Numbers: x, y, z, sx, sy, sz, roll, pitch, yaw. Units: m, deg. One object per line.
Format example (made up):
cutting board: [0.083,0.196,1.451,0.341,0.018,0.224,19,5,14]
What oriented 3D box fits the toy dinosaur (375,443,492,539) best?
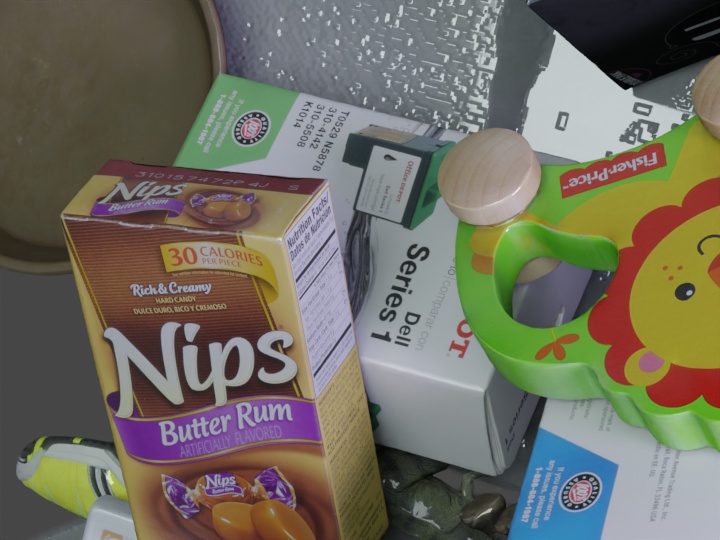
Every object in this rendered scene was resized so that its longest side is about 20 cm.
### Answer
toy dinosaur: [0.015,0.092,1.450,0.199,0.048,0.088,25,55,3]

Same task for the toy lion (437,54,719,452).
toy lion: [0.140,0.003,1.277,0.199,0.069,0.192,-17,47,16]

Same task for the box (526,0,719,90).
box: [0.150,-0.183,1.359,0.148,0.200,0.125,-21,77,15]

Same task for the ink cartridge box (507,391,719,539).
ink cartridge box: [0.188,0.118,1.282,0.199,0.145,0.147,-2,41,23]

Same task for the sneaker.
sneaker: [-0.092,0.136,1.480,0.199,0.075,0.077,18,91,19]

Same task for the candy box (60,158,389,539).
candy box: [-0.061,0.049,1.353,0.116,0.056,0.201,6,124,24]

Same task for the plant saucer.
plant saucer: [-0.157,-0.096,1.532,0.199,0.029,0.201,-3,83,22]

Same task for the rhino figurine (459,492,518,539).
rhino figurine: [0.024,0.183,1.376,0.200,0.060,0.088,-31,106,18]

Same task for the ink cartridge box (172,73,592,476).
ink cartridge box: [0.000,0.000,1.428,0.199,0.084,0.146,14,59,18]

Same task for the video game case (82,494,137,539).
video game case: [-0.073,0.233,1.456,0.181,0.023,0.201,18,108,10]
